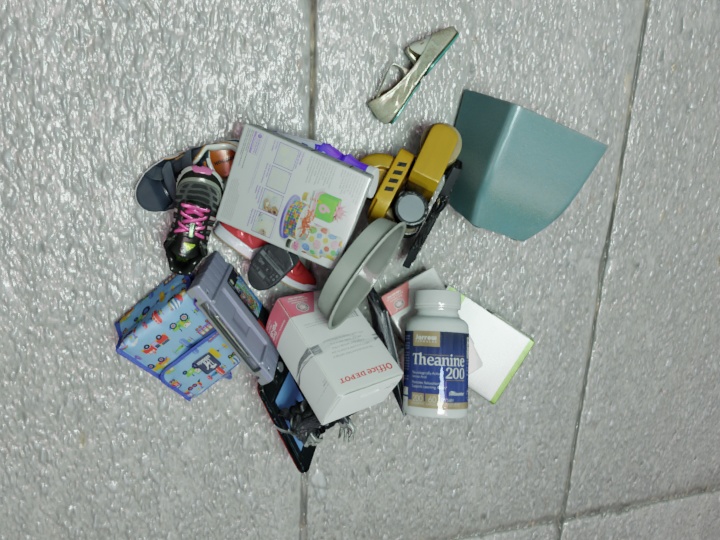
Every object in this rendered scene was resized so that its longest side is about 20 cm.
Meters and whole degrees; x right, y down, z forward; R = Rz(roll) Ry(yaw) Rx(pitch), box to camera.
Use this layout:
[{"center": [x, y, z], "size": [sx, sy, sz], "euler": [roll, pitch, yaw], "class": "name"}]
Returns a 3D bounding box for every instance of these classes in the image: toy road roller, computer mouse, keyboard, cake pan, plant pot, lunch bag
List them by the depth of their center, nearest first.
[{"center": [0.000, 0.000, 0.839], "size": [0.036, 0.200, 0.202], "euler": [36, 93, 10], "class": "cake pan"}, {"center": [-0.103, -0.043, 0.858], "size": [0.199, 0.034, 0.059], "euler": [-41, 92, 9], "class": "computer mouse"}, {"center": [0.068, -0.164, 0.913], "size": [0.144, 0.123, 0.203], "euler": [28, 85, 3], "class": "toy road roller"}, {"center": [-0.286, 0.122, 0.915], "size": [0.150, 0.094, 0.201], "euler": [-39, 125, -3], "class": "lunch bag"}, {"center": [0.122, -0.089, 0.923], "size": [0.020, 0.127, 0.203], "euler": [27, 119, 3], "class": "keyboard"}, {"center": [0.258, -0.171, 0.939], "size": [0.192, 0.196, 0.204], "euler": [15, 109, -20], "class": "plant pot"}]

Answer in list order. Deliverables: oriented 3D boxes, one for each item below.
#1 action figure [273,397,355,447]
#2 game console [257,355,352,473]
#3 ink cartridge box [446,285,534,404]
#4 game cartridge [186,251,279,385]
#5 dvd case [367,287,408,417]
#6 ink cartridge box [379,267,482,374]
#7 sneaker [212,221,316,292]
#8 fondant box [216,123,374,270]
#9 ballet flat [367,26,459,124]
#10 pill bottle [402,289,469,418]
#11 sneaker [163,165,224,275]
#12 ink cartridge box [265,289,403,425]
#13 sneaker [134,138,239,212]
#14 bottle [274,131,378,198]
[{"center": [-0.056, 0.247, 0.916], "size": [0.199, 0.117, 0.104], "euler": [-26, 103, -47], "class": "action figure"}, {"center": [-0.078, 0.229, 0.984], "size": [0.116, 0.173, 0.203], "euler": [-16, 112, 17], "class": "game console"}, {"center": [0.220, 0.141, 1.076], "size": [0.198, 0.076, 0.149], "euler": [33, 95, 4], "class": "ink cartridge box"}, {"center": [-0.199, 0.075, 0.895], "size": [0.038, 0.130, 0.202], "euler": [-26, 114, 17], "class": "game cartridge"}, {"center": [0.046, 0.139, 0.976], "size": [0.016, 0.149, 0.204], "euler": [-14, 109, -6], "class": "dvd case"}, {"center": [0.129, 0.112, 1.002], "size": [0.115, 0.067, 0.203], "euler": [-28, 88, -7], "class": "ink cartridge box"}, {"center": [-0.135, -0.054, 0.909], "size": [0.198, 0.071, 0.113], "euler": [34, 97, -20], "class": "sneaker"}, {"center": [-0.096, -0.109, 0.798], "size": [0.196, 0.058, 0.147], "euler": [23, 104, 2], "class": "fondant box"}, {"center": [0.086, -0.339, 0.902], "size": [0.062, 0.067, 0.201], "euler": [37, 92, -13], "class": "ballet flat"}, {"center": [0.127, 0.138, 0.907], "size": [0.108, 0.111, 0.205], "euler": [5, 81, -18], "class": "pill bottle"}, {"center": [-0.252, -0.065, 0.810], "size": [0.072, 0.089, 0.201], "euler": [13, 138, -21], "class": "sneaker"}, {"center": [-0.046, 0.133, 0.892], "size": [0.144, 0.201, 0.084], "euler": [-8, 140, -41], "class": "ink cartridge box"}, {"center": [-0.261, -0.149, 0.840], "size": [0.197, 0.079, 0.080], "euler": [-28, 112, -6], "class": "sneaker"}, {"center": [-0.069, -0.161, 0.854], "size": [0.196, 0.065, 0.085], "euler": [17, 94, 13], "class": "bottle"}]
